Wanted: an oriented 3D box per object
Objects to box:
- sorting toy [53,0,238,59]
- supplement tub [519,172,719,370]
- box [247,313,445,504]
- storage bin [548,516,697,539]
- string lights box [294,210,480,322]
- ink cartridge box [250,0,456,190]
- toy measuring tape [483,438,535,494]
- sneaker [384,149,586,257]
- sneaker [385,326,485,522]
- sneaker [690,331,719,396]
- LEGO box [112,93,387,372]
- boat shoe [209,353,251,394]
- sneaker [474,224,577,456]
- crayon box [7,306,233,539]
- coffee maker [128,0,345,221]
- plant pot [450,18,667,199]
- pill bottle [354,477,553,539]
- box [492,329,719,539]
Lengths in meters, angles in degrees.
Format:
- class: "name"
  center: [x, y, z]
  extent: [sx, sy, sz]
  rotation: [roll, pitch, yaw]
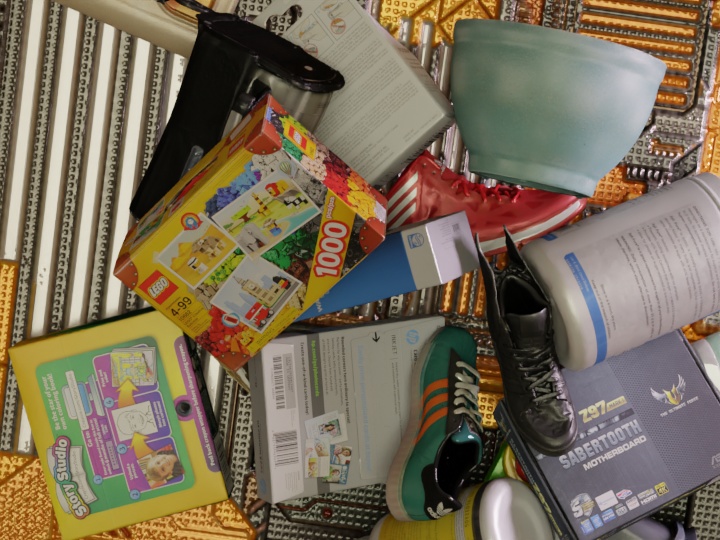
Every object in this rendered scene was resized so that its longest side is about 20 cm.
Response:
- class: "sorting toy"
  center: [-0.191, -0.323, 1.642]
  extent: [0.184, 0.036, 0.201]
  rotation: [23, 96, -3]
- class: "supplement tub"
  center: [0.261, 0.001, 1.613]
  extent: [0.199, 0.132, 0.133]
  rotation: [-21, 96, -9]
- class: "box"
  center: [-0.008, 0.130, 1.649]
  extent: [0.199, 0.041, 0.157]
  rotation: [-7, 97, -26]
- class: "storage bin"
  center: [0.218, 0.307, 1.670]
  extent: [0.134, 0.146, 0.201]
  rotation: [31, 96, 7]
- class: "string lights box"
  center: [0.000, 0.000, 1.608]
  extent: [0.199, 0.103, 0.059]
  rotation: [-15, 92, 27]
- class: "ink cartridge box"
  center: [-0.026, -0.172, 1.649]
  extent: [0.162, 0.057, 0.200]
  rotation: [-40, 74, 17]
- class: "toy measuring tape"
  center: [0.188, 0.155, 1.686]
  extent: [0.073, 0.074, 0.201]
  rotation: [28, 85, -3]
- class: "sneaker"
  center: [0.111, -0.073, 1.650]
  extent: [0.199, 0.078, 0.116]
  rotation: [-21, 97, 1]
- class: "sneaker"
  center: [0.089, 0.144, 1.615]
  extent: [0.071, 0.080, 0.201]
  rotation: [36, 58, -39]
- class: "sneaker"
  center: [0.413, 0.143, 1.676]
  extent: [0.118, 0.074, 0.201]
  rotation: [-22, 97, 0]
- class: "LEGO box"
  center: [-0.096, -0.031, 1.515]
  extent: [0.149, 0.077, 0.200]
  rotation: [40, 115, -19]
- class: "boat shoe"
  center: [-0.133, 0.051, 1.666]
  extent: [0.074, 0.066, 0.201]
  rotation: [-33, 91, -16]
- class: "sneaker"
  center: [0.151, 0.066, 1.572]
  extent: [0.060, 0.104, 0.201]
  rotation: [-16, 66, -5]
- class: "crayon box"
  center: [-0.235, 0.147, 1.685]
  extent: [0.172, 0.058, 0.201]
  rotation: [-14, 96, 3]
- class: "coffee maker"
  center: [-0.133, -0.130, 1.611]
  extent: [0.192, 0.134, 0.201]
  rotation: [40, 113, 36]
- class: "plant pot"
  center: [0.169, -0.142, 1.573]
  extent: [0.199, 0.200, 0.135]
  rotation: [13, 91, -1]
- class: "pill bottle"
  center: [0.078, 0.275, 1.643]
  extent: [0.199, 0.112, 0.112]
  rotation: [-22, 97, 33]
- class: "box"
  center: [0.248, 0.156, 1.628]
  extent: [0.199, 0.051, 0.158]
  rotation: [-23, 72, -14]
